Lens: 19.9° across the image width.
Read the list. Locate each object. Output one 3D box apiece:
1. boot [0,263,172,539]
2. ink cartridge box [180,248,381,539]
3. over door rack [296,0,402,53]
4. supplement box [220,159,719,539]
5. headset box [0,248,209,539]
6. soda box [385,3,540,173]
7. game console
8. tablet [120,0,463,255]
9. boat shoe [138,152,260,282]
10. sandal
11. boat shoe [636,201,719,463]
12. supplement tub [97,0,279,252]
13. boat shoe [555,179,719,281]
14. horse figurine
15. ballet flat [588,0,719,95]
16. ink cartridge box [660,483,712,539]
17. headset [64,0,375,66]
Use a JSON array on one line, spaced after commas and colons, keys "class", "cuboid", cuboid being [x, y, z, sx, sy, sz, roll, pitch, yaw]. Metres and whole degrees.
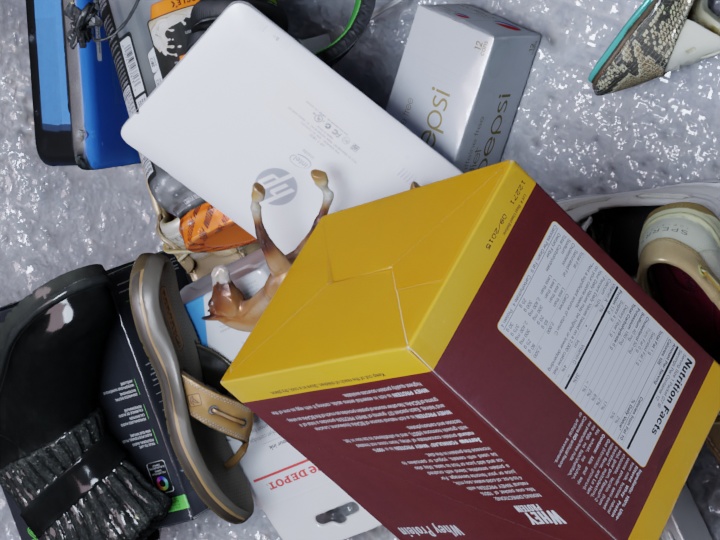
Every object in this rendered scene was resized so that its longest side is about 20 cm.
[{"class": "boot", "cuboid": [-0.189, 0.110, 1.416, 0.158, 0.079, 0.211, 50, 134, 17]}, {"class": "ink cartridge box", "cuboid": [-0.045, 0.088, 1.431, 0.116, 0.068, 0.201, -24, 103, 34]}, {"class": "over door rack", "cuboid": [0.015, -0.245, 1.380, 0.199, 0.066, 0.149, -20, 84, 48]}, {"class": "supplement box", "cuboid": [0.067, 0.066, 1.194, 0.200, 0.133, 0.197, 43, 151, -21]}, {"class": "headset box", "cuboid": [-0.191, 0.107, 1.524, 0.173, 0.093, 0.201, -16, 96, 33]}, {"class": "soda box", "cuboid": [0.050, -0.074, 1.368, 0.063, 0.068, 0.201, 26, 110, 27]}, {"class": "game console", "cuboid": [-0.223, -0.174, 1.501, 0.117, 0.171, 0.202, -3, 95, 15]}, {"class": "tablet", "cuboid": [-0.040, -0.070, 1.311, 0.200, 0.014, 0.130, 37, 119, -17]}, {"class": "boat shoe", "cuboid": [-0.118, -0.036, 1.483, 0.073, 0.069, 0.201, -26, 82, 33]}, {"class": "sandal", "cuboid": [-0.102, 0.079, 1.378, 0.054, 0.082, 0.201, -14, 103, 9]}, {"class": "boat shoe", "cuboid": [0.212, 0.060, 1.244, 0.074, 0.066, 0.201, -16, 110, 32]}, {"class": "supplement tub", "cuboid": [-0.101, -0.122, 1.407, 0.122, 0.122, 0.201, -23, 79, 33]}, {"class": "boat shoe", "cuboid": [0.152, -0.013, 1.309, 0.199, 0.066, 0.073, -8, 91, 34]}, {"class": "horse figurine", "cuboid": [0.000, 0.000, 1.313, 0.198, 0.050, 0.133, 5, 128, -4]}, {"class": "ballet flat", "cuboid": [0.214, -0.181, 1.254, 0.075, 0.068, 0.201, 31, 110, 10]}, {"class": "ink cartridge box", "cuboid": [0.143, 0.214, 1.306, 0.199, 0.125, 0.129, -31, 79, 32]}, {"class": "headset", "cuboid": [-0.090, -0.176, 1.330, 0.094, 0.199, 0.124, 140, 117, -71]}]
